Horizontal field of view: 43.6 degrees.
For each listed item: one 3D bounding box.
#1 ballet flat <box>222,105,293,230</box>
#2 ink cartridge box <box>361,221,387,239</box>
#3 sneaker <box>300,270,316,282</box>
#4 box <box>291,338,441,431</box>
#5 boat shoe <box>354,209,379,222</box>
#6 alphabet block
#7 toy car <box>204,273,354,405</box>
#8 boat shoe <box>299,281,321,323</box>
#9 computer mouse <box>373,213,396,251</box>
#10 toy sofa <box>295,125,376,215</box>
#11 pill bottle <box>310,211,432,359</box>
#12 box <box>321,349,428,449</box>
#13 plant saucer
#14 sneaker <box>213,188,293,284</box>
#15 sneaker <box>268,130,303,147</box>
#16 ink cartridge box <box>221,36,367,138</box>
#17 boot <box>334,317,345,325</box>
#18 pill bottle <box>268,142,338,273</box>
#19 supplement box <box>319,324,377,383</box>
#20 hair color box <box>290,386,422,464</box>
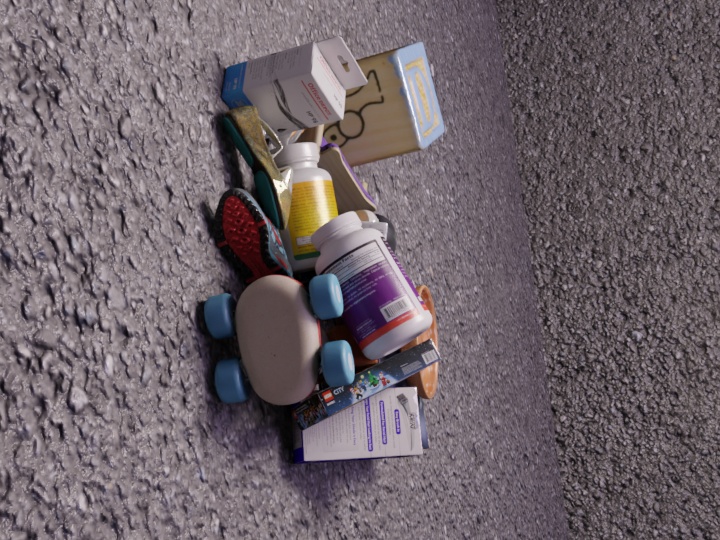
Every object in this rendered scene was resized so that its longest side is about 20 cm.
[{"bbox_3d":[-0.141,-0.162,1.382,0.200,0.071,0.071,64,23,-3],"label":"ballet flat"},{"bbox_3d":[0.000,0.000,1.457,0.200,0.047,0.160,-154,-113,-81],"label":"ink cartridge box"},{"bbox_3d":[-0.069,-0.055,1.541,0.071,0.083,0.200,-9,90,-68],"label":"sneaker"},{"bbox_3d":[0.007,0.170,1.340,0.200,0.137,0.038,-23,82,-26],"label":"box"},{"bbox_3d":[0.000,-0.038,1.573,0.200,0.068,0.072,120,-35,-49],"label":"boat shoe"},{"bbox_3d":[0.030,-0.320,1.757,0.196,0.200,0.196,-42,120,-65],"label":"alphabet block"},{"bbox_3d":[-0.099,0.096,1.294,0.200,0.184,0.177,12,67,-80],"label":"toy car"},{"bbox_3d":[-0.095,0.074,1.437,0.200,0.068,0.072,-57,131,-60],"label":"boat shoe"},{"bbox_3d":[0.030,-0.048,1.688,0.200,0.053,0.139,131,-41,-72],"label":"computer mouse"},{"bbox_3d":[-0.044,-0.183,1.646,0.200,0.097,0.083,53,34,-46],"label":"toy sofa"},{"bbox_3d":[0.010,0.020,1.293,0.200,0.112,0.112,59,19,10],"label":"pill bottle"},{"bbox_3d":[0.025,0.225,1.592,0.200,0.123,0.199,19,61,-66],"label":"box"},{"bbox_3d":[0.103,0.127,1.588,0.200,0.037,0.201,-4,90,-77],"label":"plant saucer"},{"bbox_3d":[-0.162,-0.046,1.350,0.096,0.079,0.200,-100,171,-54],"label":"sneaker"},{"bbox_3d":[-0.112,-0.271,1.554,0.077,0.078,0.200,71,23,-43],"label":"sneaker"},{"bbox_3d":[-0.101,-0.283,1.413,0.116,0.200,0.067,51,36,-49],"label":"ink cartridge box"},{"bbox_3d":[-0.003,0.040,1.571,0.070,0.146,0.200,-38,128,-42],"label":"boot"},{"bbox_3d":[-0.095,-0.100,1.461,0.113,0.113,0.200,-5,84,-68],"label":"pill bottle"},{"bbox_3d":[-0.036,0.134,1.410,0.200,0.066,0.069,137,-53,-65],"label":"supplement box"},{"bbox_3d":[-0.007,0.244,1.422,0.065,0.200,0.110,140,-52,-65],"label":"hair color box"}]
